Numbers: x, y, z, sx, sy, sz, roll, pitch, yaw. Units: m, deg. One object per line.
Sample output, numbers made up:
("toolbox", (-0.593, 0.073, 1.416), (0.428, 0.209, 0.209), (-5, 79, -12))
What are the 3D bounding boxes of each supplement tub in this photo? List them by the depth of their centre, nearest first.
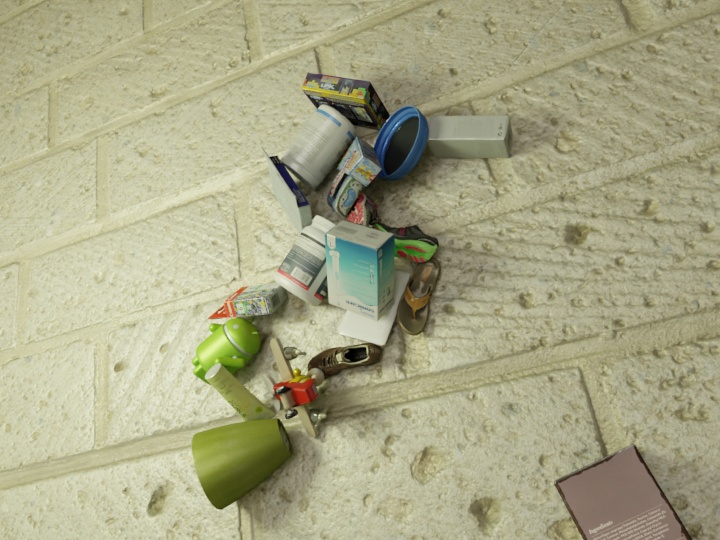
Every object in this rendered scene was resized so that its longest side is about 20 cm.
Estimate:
("supplement tub", (-0.116, -0.024, 1.496), (0.140, 0.140, 0.201), (30, 85, 27))
("supplement tub", (-0.115, -0.341, 1.608), (0.132, 0.132, 0.200), (37, 87, 27))

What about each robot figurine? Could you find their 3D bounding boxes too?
("robot figurine", (-0.346, 0.206, 1.521), (0.200, 0.116, 0.176), (-40, 32, 5))

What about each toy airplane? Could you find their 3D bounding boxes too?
("toy airplane", (-0.153, 0.282, 1.407), (0.140, 0.201, 0.199), (-25, 50, -23))

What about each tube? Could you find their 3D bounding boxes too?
("tube", (-0.300, 0.314, 1.446), (0.058, 0.200, 0.052), (-13, 33, 43))

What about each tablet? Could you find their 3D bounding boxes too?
("tablet", (0.035, 0.082, 1.452), (0.129, 0.014, 0.201), (12, 66, 25))

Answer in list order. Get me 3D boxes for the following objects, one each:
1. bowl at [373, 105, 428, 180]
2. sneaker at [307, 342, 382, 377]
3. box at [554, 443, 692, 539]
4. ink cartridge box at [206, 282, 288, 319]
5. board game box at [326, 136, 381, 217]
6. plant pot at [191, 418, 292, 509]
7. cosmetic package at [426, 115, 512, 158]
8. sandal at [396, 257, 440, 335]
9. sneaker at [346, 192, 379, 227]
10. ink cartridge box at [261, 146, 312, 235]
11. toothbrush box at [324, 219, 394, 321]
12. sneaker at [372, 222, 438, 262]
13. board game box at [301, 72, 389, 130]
("bowl", (0.102, -0.327, 1.516), (0.200, 0.039, 0.202), (-36, 44, 44))
("sneaker", (-0.049, 0.211, 1.425), (0.199, 0.076, 0.071), (-17, 67, 15))
("box", (0.485, 0.453, 1.082), (0.164, 0.166, 0.201), (-30, 65, 11))
("ink cartridge box", (-0.305, 0.080, 1.550), (0.199, 0.109, 0.051), (-6, 108, 19))
("board game box", (-0.019, -0.241, 1.494), (0.061, 0.200, 0.201), (31, 95, -17))
("plant pot", (-0.271, 0.439, 1.396), (0.199, 0.187, 0.188), (-23, 65, -4))
("cosmetic package", (0.276, -0.337, 1.471), (0.199, 0.102, 0.075), (7, 75, 22))
("sandal", (0.142, 0.056, 1.407), (0.080, 0.054, 0.201), (19, 78, 9))
("sneaker", (0.011, -0.134, 1.472), (0.081, 0.074, 0.201), (-48, 22, 31))
("ink cartridge box", (-0.189, -0.208, 1.557), (0.040, 0.200, 0.200), (-27, 63, -13))
("toothbrush box", (0.000, 0.000, 1.377), (0.146, 0.201, 0.085), (17, 36, 28))
("sneaker", (0.111, -0.076, 1.472), (0.199, 0.077, 0.084), (25, 44, 35))
("board game box", (-0.039, -0.464, 1.601), (0.199, 0.165, 0.057), (17, 79, 25))
